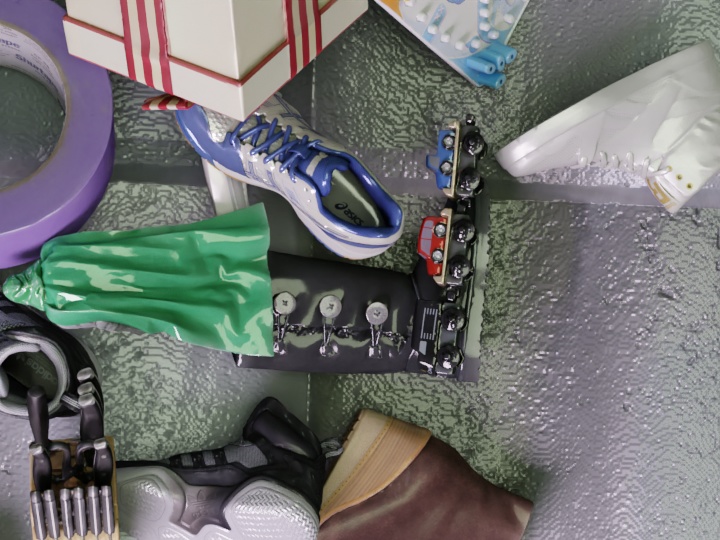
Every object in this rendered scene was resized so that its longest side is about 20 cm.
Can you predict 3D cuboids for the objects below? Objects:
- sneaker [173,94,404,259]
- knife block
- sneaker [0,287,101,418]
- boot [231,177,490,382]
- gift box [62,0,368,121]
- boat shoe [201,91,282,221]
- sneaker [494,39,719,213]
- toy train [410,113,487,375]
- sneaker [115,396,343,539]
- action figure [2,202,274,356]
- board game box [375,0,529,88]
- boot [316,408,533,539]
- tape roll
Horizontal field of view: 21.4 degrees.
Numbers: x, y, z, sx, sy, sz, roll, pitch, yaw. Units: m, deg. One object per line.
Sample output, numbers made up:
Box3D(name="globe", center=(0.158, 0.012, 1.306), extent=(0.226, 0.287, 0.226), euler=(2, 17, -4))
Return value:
Box3D(name="sneaker", center=(-0.046, -0.086, 1.414), extent=(0.199, 0.088, 0.076), euler=(34, 76, -13))
Box3D(name="knife block", center=(-0.211, 0.160, 1.408), extent=(0.063, 0.200, 0.178), euler=(-3, 89, -7))
Box3D(name="sneaker", center=(-0.283, 0.048, 1.424), extent=(0.199, 0.114, 0.076), euler=(31, 89, -8))
Box3D(name="boot", center=(0.000, 0.001, 1.501), extent=(0.198, 0.066, 0.167), euler=(4, 84, -1))
Box3D(name="gift box", center=(-0.112, -0.233, 1.355), extent=(0.184, 0.199, 0.188), euler=(-41, 143, -35))
Box3D(name="boat shoe", center=(-0.094, -0.131, 1.479), extent=(0.068, 0.072, 0.202), euler=(-5, 83, -5))
Box3D(name="sneaker", center=(0.214, -0.092, 1.516), extent=(0.199, 0.074, 0.116), euler=(-25, 92, -7))
Box3D(name="toy train", center=(0.065, -0.021, 1.456), extent=(0.045, 0.034, 0.202), euler=(6, 85, 12))
Box3D(name="sneaker", center=(-0.110, 0.157, 1.482), extent=(0.198, 0.114, 0.076), euler=(6, 133, 22))
Box3D(name="action figure", center=(-0.166, 0.009, 1.416), extent=(0.198, 0.055, 0.119), euler=(0, 72, -18))
Box3D(name="board game box", center=(0.100, -0.261, 1.448), extent=(0.026, 0.200, 0.201), euler=(27, 88, 36))
Box3D(name="boot", center=(0.026, 0.227, 1.502), extent=(0.166, 0.072, 0.201), euler=(32, 84, -6))
Box3D(name="tape roll", center=(-0.282, -0.108, 1.413), extent=(0.198, 0.085, 0.202), euler=(2, 74, -7))
